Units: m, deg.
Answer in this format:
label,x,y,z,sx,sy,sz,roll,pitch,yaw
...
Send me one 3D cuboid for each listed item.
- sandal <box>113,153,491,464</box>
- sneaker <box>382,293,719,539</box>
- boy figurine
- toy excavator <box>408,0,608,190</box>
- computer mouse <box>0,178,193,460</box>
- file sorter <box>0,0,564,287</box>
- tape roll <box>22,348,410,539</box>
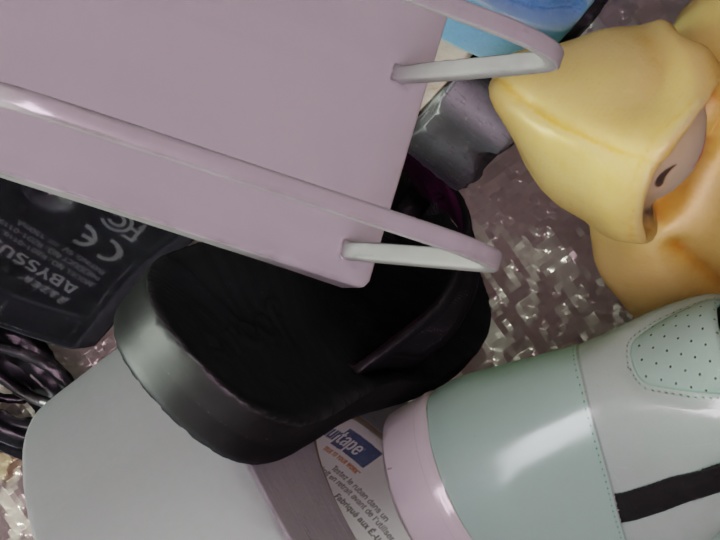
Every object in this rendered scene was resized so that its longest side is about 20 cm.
label,x,y,z,sx,sy,sz,roll,pitch,yaw
sandal,0.001,0.001,0.725,0.075,0.200,0.048,44,112,3
sneaker,0.105,0.074,0.754,0.118,0.074,0.200,-24,145,21
boy figurine,0.112,-0.033,0.732,0.064,0.200,0.124,37,102,37
toy excavator,0.069,-0.146,0.737,0.100,0.195,0.200,40,128,-7
computer mouse,-0.095,-0.033,0.767,0.138,0.053,0.200,35,134,-17
file sorter,-0.016,-0.110,0.602,0.139,0.125,0.200,18,85,-20
tape roll,-0.005,0.099,0.746,0.066,0.200,0.200,-38,100,12
